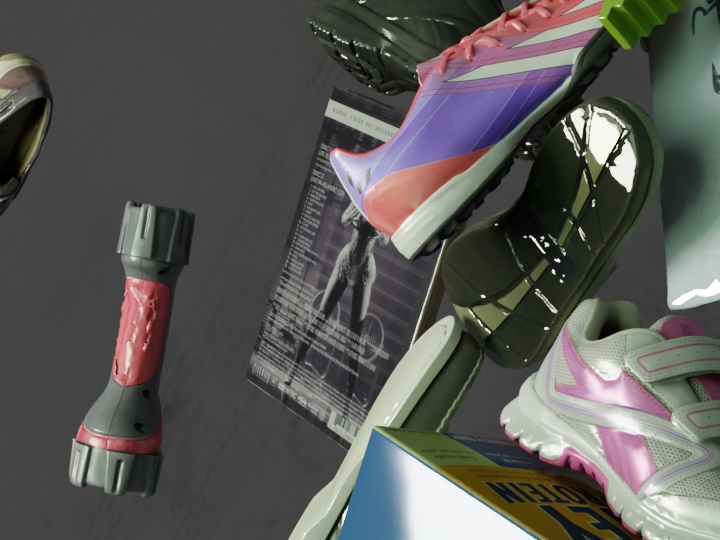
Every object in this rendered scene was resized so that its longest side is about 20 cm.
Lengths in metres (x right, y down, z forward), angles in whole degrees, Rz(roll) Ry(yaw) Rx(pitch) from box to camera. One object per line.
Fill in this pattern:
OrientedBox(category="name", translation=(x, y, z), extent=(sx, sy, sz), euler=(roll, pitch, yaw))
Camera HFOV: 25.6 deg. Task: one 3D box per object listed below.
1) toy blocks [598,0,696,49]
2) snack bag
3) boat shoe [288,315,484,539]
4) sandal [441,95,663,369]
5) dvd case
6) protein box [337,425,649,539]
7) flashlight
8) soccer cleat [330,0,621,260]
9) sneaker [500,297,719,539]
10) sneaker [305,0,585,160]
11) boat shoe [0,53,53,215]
OrientedBox(category="toy blocks", translation=(0.195, -0.201, 0.717), extent=(0.136, 0.100, 0.202), euler=(2, 61, 47))
OrientedBox(category="snack bag", translation=(0.211, -0.083, 0.740), extent=(0.199, 0.021, 0.191), euler=(-22, 66, 49))
OrientedBox(category="boat shoe", translation=(0.018, 0.118, 0.898), extent=(0.203, 0.060, 0.072), euler=(-59, 4, 19))
OrientedBox(category="sandal", translation=(0.106, -0.014, 0.819), extent=(0.080, 0.057, 0.201), euler=(58, 143, 16))
OrientedBox(category="dvd case", translation=(0.000, 0.000, 0.977), extent=(0.148, 0.016, 0.203), euler=(28, 105, 49))
OrientedBox(category="protein box", translation=(0.083, 0.206, 0.744), extent=(0.199, 0.134, 0.201), euler=(27, 103, 49))
OrientedBox(category="flashlight", translation=(-0.159, 0.054, 1.115), extent=(0.067, 0.067, 0.203), euler=(10, 91, 51))
OrientedBox(category="soccer cleat", translation=(0.071, -0.099, 0.793), extent=(0.073, 0.068, 0.200), euler=(43, 88, 3))
OrientedBox(category="sneaker", translation=(0.147, 0.071, 0.737), extent=(0.199, 0.081, 0.089), euler=(31, 108, 48))
OrientedBox(category="sneaker", translation=(0.056, -0.133, 0.895), extent=(0.199, 0.076, 0.091), euler=(33, 82, 36))
OrientedBox(category="boat shoe", translation=(-0.315, -0.084, 1.328), extent=(0.201, 0.071, 0.065), euler=(-58, 40, 17))
